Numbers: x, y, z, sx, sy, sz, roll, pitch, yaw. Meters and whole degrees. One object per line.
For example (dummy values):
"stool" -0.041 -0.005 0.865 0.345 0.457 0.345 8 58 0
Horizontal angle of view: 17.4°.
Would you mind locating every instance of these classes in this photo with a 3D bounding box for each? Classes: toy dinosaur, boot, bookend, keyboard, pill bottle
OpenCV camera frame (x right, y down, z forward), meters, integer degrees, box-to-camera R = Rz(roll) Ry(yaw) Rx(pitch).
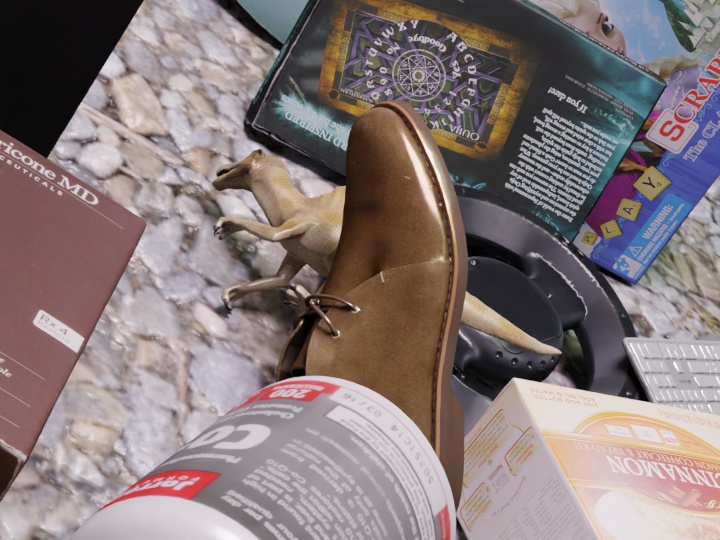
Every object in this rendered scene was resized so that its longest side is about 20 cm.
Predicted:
"toy dinosaur" 0.000 0.000 1.149 0.199 0.058 0.101 31 54 13
"boot" 0.002 0.019 1.073 0.075 0.074 0.202 3 80 -27
"bookend" -0.146 -0.175 1.142 0.092 0.200 0.199 28 30 -15
"keyboard" 0.200 0.065 1.312 0.200 0.011 0.057 5 62 -59
"pill bottle" -0.049 0.124 0.891 0.114 0.114 0.200 40 28 8

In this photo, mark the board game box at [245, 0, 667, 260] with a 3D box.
"board game box" 0.053 -0.095 1.310 0.199 0.136 0.028 28 12 -15

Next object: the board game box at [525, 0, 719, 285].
"board game box" 0.132 -0.116 1.358 0.199 0.200 0.041 26 28 -15

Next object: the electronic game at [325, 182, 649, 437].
"electronic game" 0.070 0.029 1.239 0.199 0.042 0.201 22 39 -19

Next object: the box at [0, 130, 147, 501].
"box" -0.164 0.024 0.960 0.100 0.075 0.200 31 27 -8

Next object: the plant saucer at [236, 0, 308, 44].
"plant saucer" -0.019 -0.210 1.451 0.199 0.036 0.201 26 44 -28

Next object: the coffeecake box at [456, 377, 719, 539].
"coffeecake box" 0.146 0.155 1.103 0.153 0.073 0.201 12 37 -38
